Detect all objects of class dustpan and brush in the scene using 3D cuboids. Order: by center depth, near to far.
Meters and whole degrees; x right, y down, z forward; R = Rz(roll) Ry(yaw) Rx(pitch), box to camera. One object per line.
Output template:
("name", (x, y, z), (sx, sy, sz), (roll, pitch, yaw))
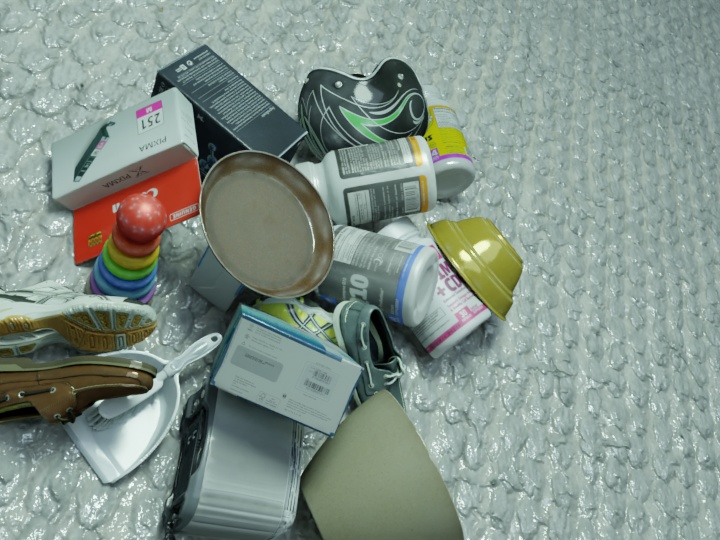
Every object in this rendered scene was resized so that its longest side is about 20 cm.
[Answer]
("dustpan and brush", (-0.249, 0.135, 0.823), (0.200, 0.057, 0.140), (-33, 79, -40))

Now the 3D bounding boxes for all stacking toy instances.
("stacking toy", (-0.269, -0.021, 0.822), (0.085, 0.200, 0.086), (15, 53, -21))

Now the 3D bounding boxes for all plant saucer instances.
("plant saucer", (-0.120, -0.056, 0.885), (0.200, 0.032, 0.201), (18, 61, -34))

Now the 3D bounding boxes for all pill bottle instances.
("pill bottle", (0.000, 0.000, 0.975), (0.199, 0.114, 0.114), (15, 45, 20))
("pill bottle", (0.007, -0.129, 1.039), (0.199, 0.117, 0.117), (-10, 61, -2))
("pill bottle", (0.096, 0.023, 1.061), (0.113, 0.113, 0.200), (-29, 77, -40))
("pill bottle", (0.136, -0.239, 1.265), (0.104, 0.104, 0.201), (4, 58, -28))

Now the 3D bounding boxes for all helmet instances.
("helmet", (-0.004, -0.248, 1.135), (0.190, 0.200, 0.200), (-31, 77, -24))

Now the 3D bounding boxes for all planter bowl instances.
("planter bowl", (0.199, -0.023, 1.104), (0.201, 0.083, 0.201), (48, 12, -13))

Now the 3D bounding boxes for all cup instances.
("cup", (0.010, 0.263, 0.823), (0.143, 0.200, 0.201), (-24, 72, -11))

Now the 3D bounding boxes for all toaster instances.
("toaster", (-0.142, 0.227, 0.790), (0.129, 0.114, 0.201), (18, 51, -21))

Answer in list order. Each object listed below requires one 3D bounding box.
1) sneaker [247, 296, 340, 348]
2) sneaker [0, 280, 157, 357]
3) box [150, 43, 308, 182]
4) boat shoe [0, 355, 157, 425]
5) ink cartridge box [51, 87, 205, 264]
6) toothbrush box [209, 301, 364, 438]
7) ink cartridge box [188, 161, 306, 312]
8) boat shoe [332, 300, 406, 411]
("sneaker", (-0.071, 0.091, 0.947), (0.199, 0.075, 0.077), (15, 53, -19))
("sneaker", (-0.341, 0.043, 0.807), (0.199, 0.076, 0.088), (0, 38, -19))
("box", (-0.204, -0.196, 1.012), (0.200, 0.149, 0.107), (39, 49, 0))
("boat shoe", (-0.318, 0.135, 0.747), (0.199, 0.072, 0.068), (-4, 62, 7))
("ink cartridge box", (-0.304, -0.122, 0.893), (0.044, 0.199, 0.174), (48, 24, -60))
("toothbrush box", (-0.092, 0.108, 0.817), (0.146, 0.200, 0.086), (26, 86, -9))
("ink cartridge box", (-0.144, -0.050, 0.970), (0.068, 0.116, 0.200), (37, 49, -4))
("boat shoe", (0.025, 0.132, 0.932), (0.073, 0.062, 0.201), (-39, 114, -46))
